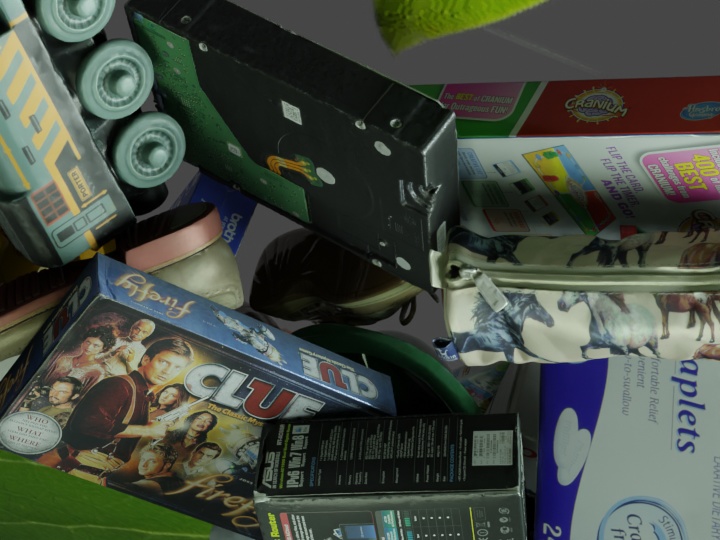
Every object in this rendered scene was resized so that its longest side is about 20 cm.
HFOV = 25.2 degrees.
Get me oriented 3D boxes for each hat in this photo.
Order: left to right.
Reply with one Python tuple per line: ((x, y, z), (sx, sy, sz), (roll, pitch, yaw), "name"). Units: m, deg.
((0.042, 0.063, 1.068), (0.199, 0.176, 0.166), (2, 121, 35), "hat")

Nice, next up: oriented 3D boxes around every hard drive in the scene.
((-0.035, -0.078, 0.910), (0.199, 0.038, 0.140), (27, 153, 21), "hard drive")

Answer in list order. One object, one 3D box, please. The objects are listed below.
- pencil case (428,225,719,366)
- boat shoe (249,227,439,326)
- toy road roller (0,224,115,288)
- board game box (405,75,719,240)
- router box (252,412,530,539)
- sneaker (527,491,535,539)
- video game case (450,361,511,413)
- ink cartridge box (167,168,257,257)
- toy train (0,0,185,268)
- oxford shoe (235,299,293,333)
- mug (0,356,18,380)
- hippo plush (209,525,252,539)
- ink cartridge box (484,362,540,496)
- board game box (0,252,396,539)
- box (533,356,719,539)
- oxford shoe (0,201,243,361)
((0.138, 0.012, 0.860), (0.199, 0.078, 0.089), (-1, 176, 22), "pencil case")
((0.000, 0.000, 1.039), (0.062, 0.074, 0.200), (24, 164, -27), "boat shoe")
((-0.234, -0.037, 1.036), (0.122, 0.146, 0.200), (14, 149, 11), "toy road roller")
((0.134, -0.043, 0.912), (0.199, 0.040, 0.153), (2, 145, 28), "board game box")
((0.027, 0.173, 0.956), (0.149, 0.062, 0.201), (-3, 132, 7), "router box")
((0.082, 0.172, 1.084), (0.199, 0.077, 0.082), (-10, 109, 44), "sneaker")
((0.158, 0.093, 1.139), (0.143, 0.018, 0.200), (32, 147, -21), "video game case")
((-0.131, 0.007, 1.099), (0.044, 0.094, 0.200), (28, 150, -13), "ink cartridge box")
((-0.177, -0.096, 0.899), (0.085, 0.114, 0.200), (34, 154, 45), "toy train")
((-0.095, 0.052, 1.112), (0.073, 0.071, 0.200), (39, 179, 7), "oxford shoe")
((-0.309, 0.046, 1.186), (0.199, 0.148, 0.175), (-3, 154, -36), "mug")
((-0.053, 0.172, 1.248), (0.199, 0.161, 0.159), (21, 150, -2), "hippo plush")
((0.152, 0.137, 1.111), (0.146, 0.086, 0.200), (20, 151, 3), "ink cartridge box")
((-0.098, 0.080, 0.935), (0.199, 0.035, 0.136), (24, 124, -27), "board game box")
((0.207, 0.112, 0.932), (0.199, 0.185, 0.105), (1, 175, 17), "box")
((-0.163, 0.033, 0.941), (0.199, 0.070, 0.075), (-23, 109, 0), "oxford shoe")
